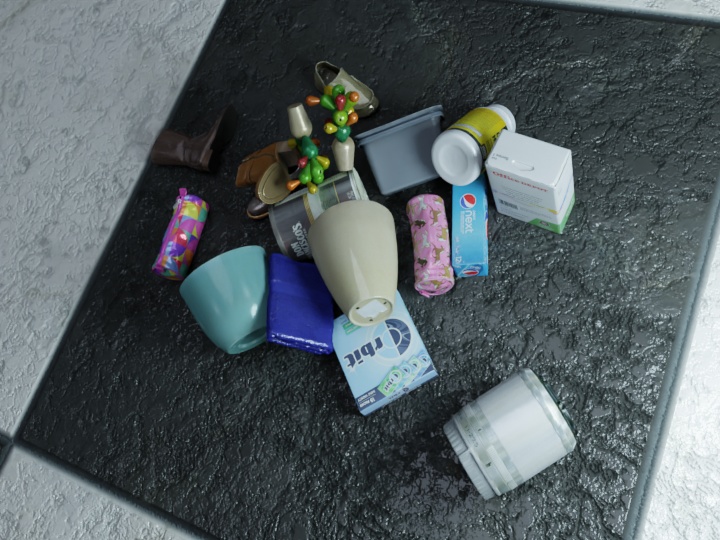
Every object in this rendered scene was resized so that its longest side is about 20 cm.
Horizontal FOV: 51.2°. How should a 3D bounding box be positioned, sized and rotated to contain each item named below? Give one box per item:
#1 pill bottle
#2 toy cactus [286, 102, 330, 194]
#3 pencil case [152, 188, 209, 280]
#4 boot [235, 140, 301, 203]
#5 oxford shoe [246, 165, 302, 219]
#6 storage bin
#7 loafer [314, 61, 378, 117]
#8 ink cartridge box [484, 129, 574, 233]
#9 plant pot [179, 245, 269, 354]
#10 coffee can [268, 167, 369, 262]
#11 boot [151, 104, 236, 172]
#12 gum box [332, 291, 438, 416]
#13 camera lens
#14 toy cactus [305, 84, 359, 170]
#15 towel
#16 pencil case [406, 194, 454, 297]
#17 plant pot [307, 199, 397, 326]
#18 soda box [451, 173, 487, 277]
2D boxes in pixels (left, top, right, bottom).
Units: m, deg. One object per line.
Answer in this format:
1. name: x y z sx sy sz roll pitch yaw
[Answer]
1. pill bottle: 0.237 -0.263 1.532 0.111 0.114 0.200 25 43 25
2. toy cactus: -0.118 -0.254 1.530 0.100 0.168 0.201 -14 27 6
3. pencil case: -0.416 -0.080 1.736 0.086 0.088 0.205 6 71 20
4. boot: -0.216 -0.201 1.628 0.152 0.075 0.202 -9 35 32
5. oxford shoe: -0.190 -0.201 1.713 0.200 0.073 0.071 -44 61 -2
6. storage bin: 0.102 -0.249 1.611 0.196 0.145 0.138 -17 91 11
7. loafer: -0.042 -0.425 1.759 0.198 0.068 0.077 34 82 27
8. ink cartridge box: 0.331 -0.169 1.451 0.142 0.200 0.085 23 76 25
9. plant pot: -0.252 0.072 1.560 0.198 0.201 0.163 -31 75 4
10. coffee can: -0.079 -0.113 1.598 0.196 0.147 0.149 -22 63 9
11. boot: -0.417 -0.337 1.860 0.196 0.064 0.190 12 71 28
12. gum box: 0.039 0.159 1.502 0.167 0.045 0.203 -28 62 6
13. camera lens: 0.262 0.282 1.310 0.198 0.160 0.162 -33 62 3
14. toy cactus: -0.047 -0.286 1.514 0.100 0.200 0.169 -9 105 -12
15. towel: -0.123 0.070 1.518 0.145 0.050 0.204 15 50 -22
16. pencil case: 0.141 -0.052 1.534 0.081 0.087 0.205 -3 65 -4
17. plant pot: 0.000 0.000 1.479 0.184 0.188 0.203 -22 51 9
18. soda box: 0.224 -0.093 1.533 0.066 0.064 0.205 -3 68 17
